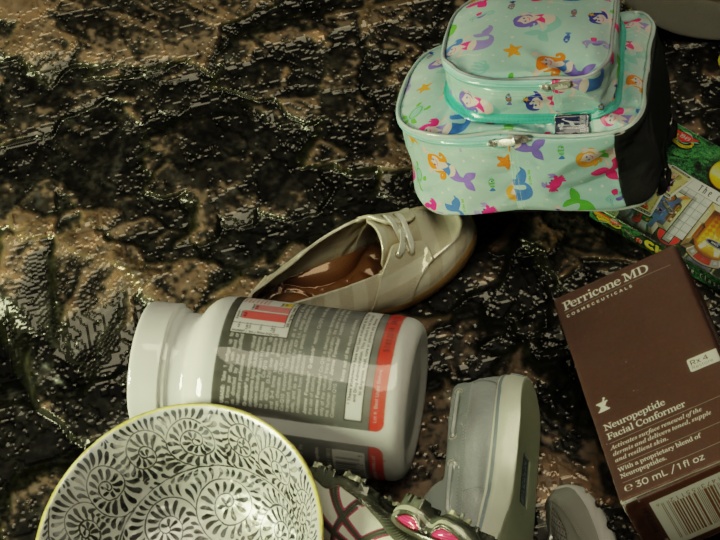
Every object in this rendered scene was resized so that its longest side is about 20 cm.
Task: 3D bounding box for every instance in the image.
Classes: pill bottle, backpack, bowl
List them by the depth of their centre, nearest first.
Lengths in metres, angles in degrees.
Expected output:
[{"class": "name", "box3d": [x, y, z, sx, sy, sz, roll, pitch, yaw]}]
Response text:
[{"class": "bowl", "box3d": [-0.111, 0.200, 1.244, 0.199, 0.094, 0.202, -6, 59, 10]}, {"class": "pill bottle", "box3d": [-0.058, 0.080, 1.308, 0.198, 0.116, 0.117, 7, 58, 9]}, {"class": "backpack", "box3d": [0.125, -0.125, 1.395, 0.198, 0.151, 0.178, -9, 35, 20]}]

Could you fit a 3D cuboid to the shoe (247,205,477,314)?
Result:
[{"class": "shoe", "box3d": [0.000, 0.000, 1.390, 0.199, 0.054, 0.070, -26, 59, -11]}]

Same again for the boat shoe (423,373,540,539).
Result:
[{"class": "boat shoe", "box3d": [0.079, 0.165, 1.278, 0.071, 0.070, 0.202, -4, 56, 23]}]

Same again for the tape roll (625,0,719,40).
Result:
[{"class": "tape roll", "box3d": [0.294, -0.257, 1.439, 0.201, 0.203, 0.037, -1, 57, 5]}]

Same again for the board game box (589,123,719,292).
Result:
[{"class": "board game box", "box3d": [0.285, -0.033, 1.404, 0.199, 0.024, 0.105, 32, 63, 23]}]

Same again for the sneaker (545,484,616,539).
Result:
[{"class": "sneaker", "box3d": [0.134, 0.234, 1.215, 0.081, 0.075, 0.201, -4, 58, 1]}]

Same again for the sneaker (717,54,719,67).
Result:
[{"class": "sneaker", "box3d": [0.347, -0.099, 1.389, 0.074, 0.083, 0.200, -26, 49, -10]}]

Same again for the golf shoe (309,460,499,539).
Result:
[{"class": "golf shoe", "box3d": [0.002, 0.186, 1.229, 0.199, 0.077, 0.089, 13, 73, 51]}]

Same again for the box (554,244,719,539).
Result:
[{"class": "box", "box3d": [0.209, 0.086, 1.264, 0.100, 0.075, 0.201, -25, 39, 10]}]
